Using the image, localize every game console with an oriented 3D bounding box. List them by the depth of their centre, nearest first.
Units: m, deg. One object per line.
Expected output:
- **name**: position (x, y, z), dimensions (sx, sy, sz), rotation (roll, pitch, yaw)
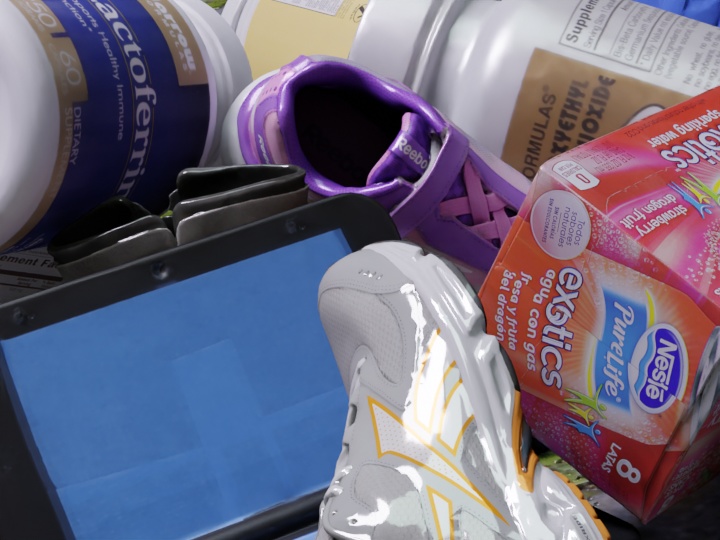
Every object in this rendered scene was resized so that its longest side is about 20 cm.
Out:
- **game console**: position (-0.028, 0.065, 0.905), dimensions (0.199, 0.119, 0.172), rotation (-19, 20, -25)

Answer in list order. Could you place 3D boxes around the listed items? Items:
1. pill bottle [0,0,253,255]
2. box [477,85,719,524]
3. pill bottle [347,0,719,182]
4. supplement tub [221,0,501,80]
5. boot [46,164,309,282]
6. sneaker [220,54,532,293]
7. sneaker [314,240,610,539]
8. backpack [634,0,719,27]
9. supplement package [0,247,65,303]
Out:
- **pill bottle**: position (-0.130, -0.069, 1.072), dimensions (0.115, 0.117, 0.200), rotation (-1, 6, 25)
- **box**: position (0.135, 0.002, 0.955), dimensions (0.100, 0.096, 0.200), rotation (38, 35, 21)
- **pill bottle**: position (0.097, -0.068, 1.146), dimensions (0.199, 0.115, 0.114), rotation (19, 26, 12)
- **supplement tub**: position (0.020, -0.101, 1.334), dimensions (0.145, 0.146, 0.200), rotation (-18, 19, -24)
- **boot**: position (-0.017, 0.019, 1.016), dimensions (0.199, 0.131, 0.068), rotation (-11, 17, -6)
- **sneaker**: position (0.032, -0.027, 1.061), dimensions (0.081, 0.199, 0.089), rotation (-58, -3, -17)
- **sneaker**: position (0.013, 0.070, 0.847), dimensions (0.092, 0.076, 0.200), rotation (-18, 46, -13)
- **backpack**: position (0.212, -0.147, 1.346), dimensions (0.167, 0.163, 0.200), rotation (20, 28, 25)
- **supplement package**: position (-0.234, -0.067, 1.186), dimensions (0.155, 0.111, 0.200), rotation (10, 40, -47)
